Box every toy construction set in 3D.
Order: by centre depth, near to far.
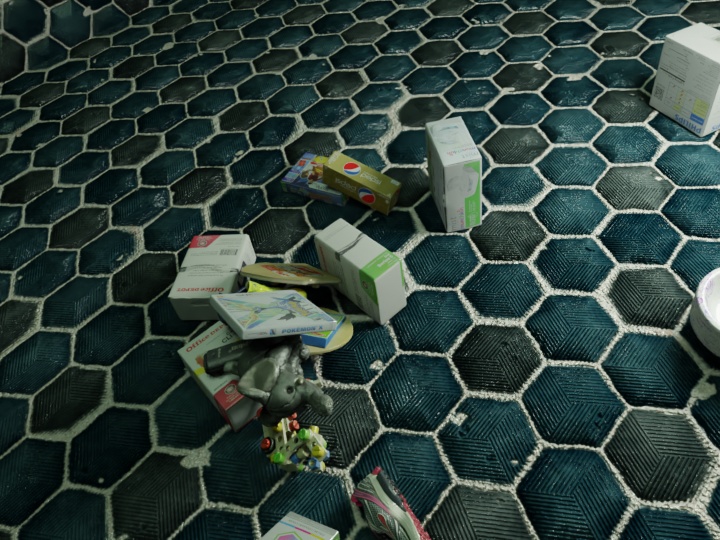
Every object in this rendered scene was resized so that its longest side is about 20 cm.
[{"bbox_3d":[-0.120,0.283,1.126,0.130,0.092,0.201,-30,35,16],"label":"toy construction set"}]

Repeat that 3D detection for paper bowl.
[{"bbox_3d":[0.717,0.093,1.129,0.197,0.105,0.202,-5,47,6],"label":"paper bowl"}]

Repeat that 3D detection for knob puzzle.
[{"bbox_3d":[-0.169,0.015,1.340,0.216,0.031,0.220,7,10,-1],"label":"knob puzzle"}]

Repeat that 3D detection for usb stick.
[{"bbox_3d":[-0.207,0.151,1.181,0.197,0.033,0.056,-18,49,1],"label":"usb stick"}]

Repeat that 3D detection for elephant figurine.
[{"bbox_3d":[-0.147,0.202,1.064,0.140,0.156,0.201,22,27,-24],"label":"elephant figurine"}]

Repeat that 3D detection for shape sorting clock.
[{"bbox_3d":[-0.114,0.124,1.273,0.197,0.040,0.200,4,19,-1],"label":"shape sorting clock"}]

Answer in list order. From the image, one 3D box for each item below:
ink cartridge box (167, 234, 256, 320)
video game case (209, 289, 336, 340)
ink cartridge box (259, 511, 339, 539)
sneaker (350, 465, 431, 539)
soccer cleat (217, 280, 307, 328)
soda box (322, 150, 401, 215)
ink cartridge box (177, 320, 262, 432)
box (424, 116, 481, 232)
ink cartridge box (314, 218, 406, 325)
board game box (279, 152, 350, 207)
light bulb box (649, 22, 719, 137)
[{"bbox_3d":[-0.340,0.015,1.426,0.142,0.085,0.202,-1,46,10],"label":"ink cartridge box"},{"bbox_3d":[-0.167,0.078,1.144,0.180,0.022,0.199,-3,17,-30],"label":"video game case"},{"bbox_3d":[-0.127,0.457,0.915,0.103,0.060,0.199,5,19,35],"label":"ink cartridge box"},{"bbox_3d":[0.058,0.415,0.984,0.074,0.081,0.200,-38,42,-5],"label":"sneaker"},{"bbox_3d":[-0.200,0.058,1.265,0.198,0.085,0.064,-14,12,-29],"label":"soccer cleat"},{"bbox_3d":[0.001,-0.224,1.559,0.198,0.068,0.064,29,56,12],"label":"soda box"},{"bbox_3d":[-0.255,0.199,1.237,0.145,0.084,0.199,-36,50,-22],"label":"ink cartridge box"},{"bbox_3d":[0.220,-0.229,1.464,0.095,0.202,0.178,-13,45,-2],"label":"box"},{"bbox_3d":[0.000,0.000,1.330,0.084,0.147,0.199,-36,51,-22],"label":"ink cartridge box"},{"bbox_3d":[-0.100,-0.249,1.660,0.198,0.035,0.136,18,54,26],"label":"board game box"},{"bbox_3d":[0.880,-0.493,1.581,0.123,0.202,0.199,-22,47,-12],"label":"light bulb box"}]
